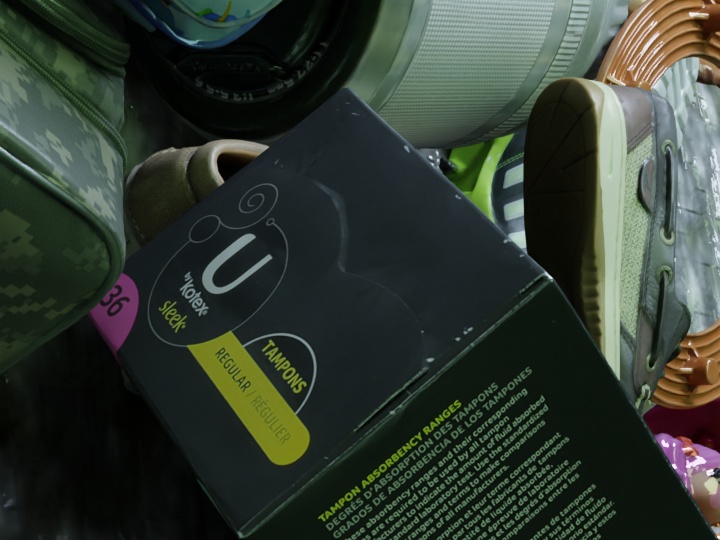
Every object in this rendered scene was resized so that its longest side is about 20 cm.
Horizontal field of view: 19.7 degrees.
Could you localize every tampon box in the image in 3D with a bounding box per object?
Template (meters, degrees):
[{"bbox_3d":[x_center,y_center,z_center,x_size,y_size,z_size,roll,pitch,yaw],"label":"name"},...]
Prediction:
[{"bbox_3d":[0.022,0.068,0.728,0.200,0.126,0.150,54,-5,-39],"label":"tampon box"}]

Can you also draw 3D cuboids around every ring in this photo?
[{"bbox_3d":[0.162,-0.035,0.976,0.200,0.019,0.202,-3,94,-51],"label":"ring"}]

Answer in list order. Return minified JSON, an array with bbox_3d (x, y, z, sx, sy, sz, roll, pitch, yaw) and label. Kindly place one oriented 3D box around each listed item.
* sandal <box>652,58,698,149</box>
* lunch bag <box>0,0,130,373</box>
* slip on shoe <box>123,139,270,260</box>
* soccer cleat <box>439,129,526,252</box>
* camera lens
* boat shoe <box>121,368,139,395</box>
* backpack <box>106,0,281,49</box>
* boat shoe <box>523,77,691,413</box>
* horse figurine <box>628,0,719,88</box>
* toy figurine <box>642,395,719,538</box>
[{"bbox_3d":[0.132,-0.060,1.105,0.203,0.050,0.083,-60,145,-36],"label":"sandal"},{"bbox_3d":[-0.175,-0.075,0.676,0.200,0.139,0.168,38,29,-34],"label":"lunch bag"},{"bbox_3d":[0.000,0.000,0.806,0.199,0.060,0.076,26,52,-29],"label":"slip on shoe"},{"bbox_3d":[0.079,-0.028,1.009,0.081,0.067,0.201,35,55,-24],"label":"soccer cleat"},{"bbox_3d":[0.006,-0.131,0.895,0.199,0.159,0.161,-6,77,-52],"label":"camera lens"},{"bbox_3d":[-0.018,0.058,0.856,0.199,0.073,0.066,24,57,-29],"label":"boat shoe"},{"bbox_3d":[-0.066,-0.193,0.681,0.200,0.183,0.147,41,1,-33],"label":"backpack"},{"bbox_3d":[0.107,0.021,0.871,0.064,0.073,0.201,-2,98,-25],"label":"boat shoe"},{"bbox_3d":[0.137,-0.187,1.174,0.200,0.050,0.133,29,47,-41],"label":"horse figurine"},{"bbox_3d":[0.171,0.143,0.989,0.200,0.150,0.185,26,40,-59],"label":"toy figurine"}]
